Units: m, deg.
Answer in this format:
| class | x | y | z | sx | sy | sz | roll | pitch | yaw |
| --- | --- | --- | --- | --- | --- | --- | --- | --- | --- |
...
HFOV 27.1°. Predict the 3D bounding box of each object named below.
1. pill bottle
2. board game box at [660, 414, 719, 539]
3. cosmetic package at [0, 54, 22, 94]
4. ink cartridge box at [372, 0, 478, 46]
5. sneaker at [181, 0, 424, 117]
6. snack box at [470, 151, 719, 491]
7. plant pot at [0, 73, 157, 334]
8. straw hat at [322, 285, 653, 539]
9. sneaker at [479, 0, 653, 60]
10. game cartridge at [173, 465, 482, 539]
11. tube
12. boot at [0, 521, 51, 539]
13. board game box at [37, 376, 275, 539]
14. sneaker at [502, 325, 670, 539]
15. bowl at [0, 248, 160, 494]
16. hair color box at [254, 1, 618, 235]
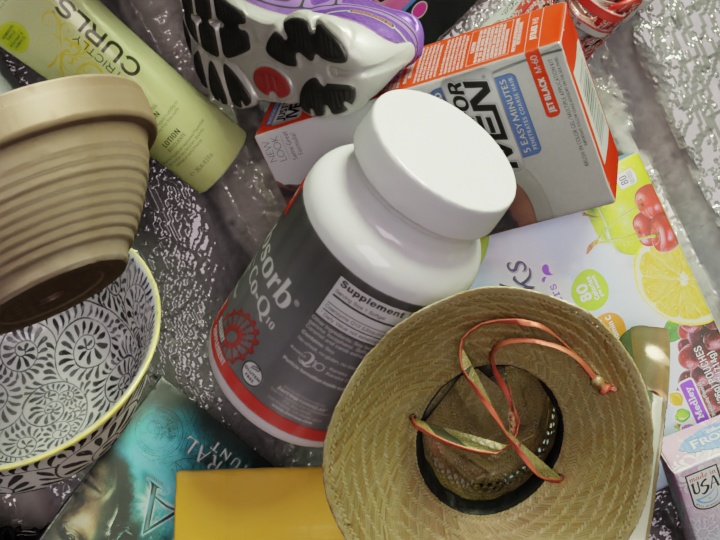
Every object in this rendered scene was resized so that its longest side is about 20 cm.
| class | x | y | z | sx | sy | sz | roll | pitch | yaw |
| --- | --- | --- | --- | --- | --- | --- | --- | --- | --- |
| pill bottle | 0.000 | 0.000 | 0.874 | 0.115 | 0.116 | 0.201 | 35 | 124 | -1 |
| board game box | 0.308 | 0.160 | 0.950 | 0.198 | 0.043 | 0.201 | -22 | 114 | 1 |
| cosmetic package | -0.306 | -0.065 | 0.958 | 0.199 | 0.071 | 0.102 | -36 | 71 | 2 |
| ink cartridge box | 0.079 | -0.233 | 0.945 | 0.200 | 0.095 | 0.037 | -46 | 53 | 2 |
| sneaker | -0.040 | -0.144 | 0.932 | 0.083 | 0.199 | 0.082 | -29 | 126 | -35 |
| snack box | 0.142 | 0.050 | 0.971 | 0.167 | 0.068 | 0.202 | -25 | 91 | 2 |
| plant pot | -0.199 | -0.025 | 0.874 | 0.199 | 0.201 | 0.094 | -28 | 81 | 2 |
| straw hat | 0.075 | 0.090 | 0.871 | 0.198 | 0.085 | 0.204 | 0 | 111 | 1 |
| sneaker | 0.121 | -0.154 | 0.940 | 0.067 | 0.108 | 0.201 | 45 | 93 | -1 |
| game cartridge | -0.018 | 0.209 | 0.915 | 0.197 | 0.032 | 0.179 | -2 | 73 | 5 |
| tube | -0.162 | -0.128 | 0.946 | 0.199 | 0.052 | 0.058 | 40 | 70 | -19 |
| boot | -0.247 | 0.168 | 0.963 | 0.137 | 0.078 | 0.202 | -17 | 128 | -3 |
| board game box | -0.093 | 0.185 | 0.971 | 0.199 | 0.028 | 0.136 | 38 | 66 | -4 |
| sneaker | 0.132 | 0.130 | 0.909 | 0.088 | 0.067 | 0.203 | 8 | 92 | 4 |
| bowl | -0.214 | 0.072 | 0.950 | 0.198 | 0.202 | 0.095 | -7 | 137 | 2 |
| hair color box | 0.048 | -0.077 | 0.923 | 0.198 | 0.064 | 0.112 | -15 | 118 | 21 |
